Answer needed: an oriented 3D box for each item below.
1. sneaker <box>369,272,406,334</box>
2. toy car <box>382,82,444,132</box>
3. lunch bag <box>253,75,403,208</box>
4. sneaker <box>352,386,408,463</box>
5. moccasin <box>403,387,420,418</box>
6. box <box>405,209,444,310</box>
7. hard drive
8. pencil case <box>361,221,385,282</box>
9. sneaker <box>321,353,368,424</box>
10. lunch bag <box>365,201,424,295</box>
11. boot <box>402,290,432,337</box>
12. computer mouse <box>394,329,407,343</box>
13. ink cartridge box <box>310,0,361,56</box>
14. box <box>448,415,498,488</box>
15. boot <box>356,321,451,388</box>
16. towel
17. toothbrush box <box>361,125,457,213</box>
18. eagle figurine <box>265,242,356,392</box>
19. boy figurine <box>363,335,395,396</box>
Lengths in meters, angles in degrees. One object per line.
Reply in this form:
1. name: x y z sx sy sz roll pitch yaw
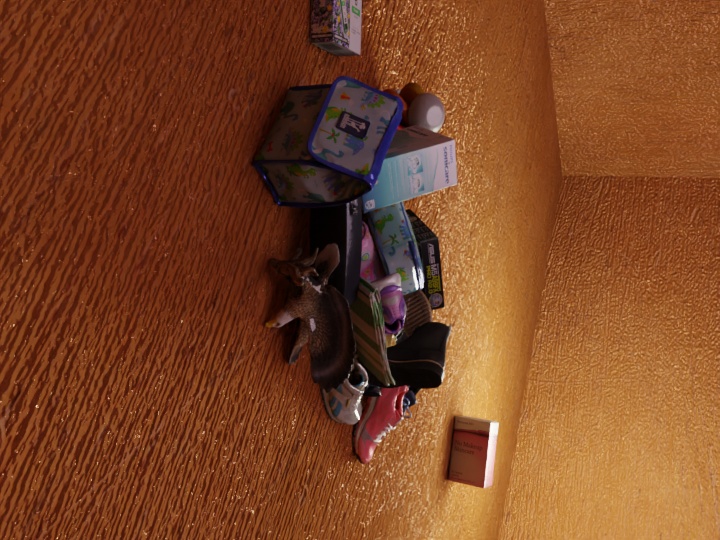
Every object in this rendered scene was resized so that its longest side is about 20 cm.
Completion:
1. sneaker: 0.041 0.079 1.162 0.201 0.078 0.091 111 -43 -71
2. toy car: 0.079 -0.274 1.305 0.146 0.174 0.207 -15 112 -26
3. lunch bag: -0.043 -0.195 0.978 0.128 0.194 0.174 59 44 -50
4. sneaker: 0.045 0.321 1.361 0.073 0.085 0.207 18 88 -63
5. moccasin: 0.103 0.281 1.465 0.202 0.067 0.081 -53 150 -18
6. box: 0.129 -0.027 1.416 0.201 0.043 0.165 -122 -157 -64
7. hard drive: -0.043 -0.050 1.077 0.041 0.134 0.208 -5 102 -31
8. pencil case: 0.000 0.000 1.232 0.203 0.085 0.089 72 34 -43
9. sneaker: -0.025 0.229 1.222 0.078 0.078 0.204 -63 148 -41
10. lunch bag: 0.066 -0.061 1.268 0.162 0.080 0.205 72 1 -60
11. boot: 0.111 0.079 1.398 0.167 0.070 0.206 68 4 -72
12. computer mouse: 0.088 0.175 1.474 0.198 0.052 0.142 6 112 -60
13. ink cartridge box: -0.039 -0.490 1.107 0.108 0.049 0.208 -10 104 -64
14. box: 0.364 0.582 2.052 0.108 0.124 0.207 24 72 -62
15. boot: 0.082 0.158 1.265 0.140 0.193 0.079 -65 153 -44
16. towel: 0.005 0.093 1.137 0.023 0.152 0.205 -24 122 -21
17. toothbrush box: 0.057 -0.189 1.150 0.195 0.146 0.088 -20 118 -20
18. eagle figurine: -0.082 0.070 1.031 0.153 0.146 0.204 -72 144 -55
19. boy figurine: 0.026 0.154 1.334 0.123 0.063 0.206 29 61 -33
